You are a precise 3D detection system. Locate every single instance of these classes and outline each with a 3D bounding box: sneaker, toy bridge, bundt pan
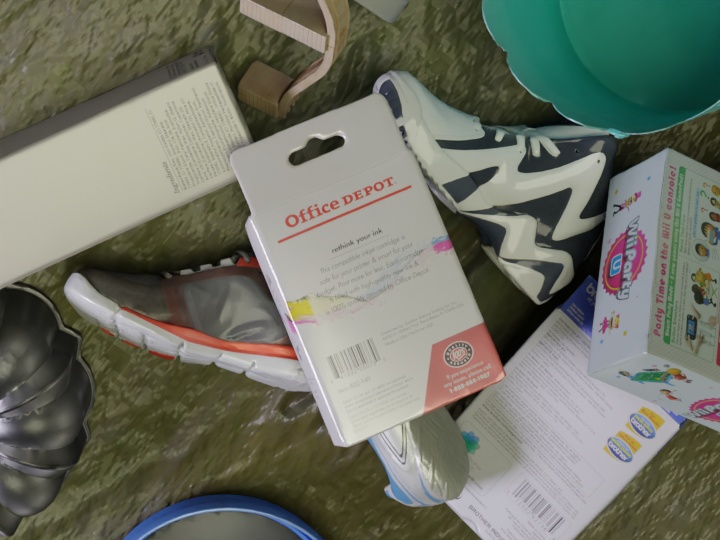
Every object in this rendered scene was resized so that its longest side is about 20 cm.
[{"bbox_3d":[0.107,-0.087,1.117,0.129,0.079,0.199,-42,105,-1],"label":"sneaker"},{"bbox_3d":[0.018,0.069,1.147,0.072,0.072,0.201,-13,94,38],"label":"sneaker"},{"bbox_3d":[-0.102,0.022,1.128,0.199,0.077,0.082,18,77,-16],"label":"sneaker"},{"bbox_3d":[-0.040,-0.159,1.012,0.067,0.200,0.027,28,60,10],"label":"toy bridge"},{"bbox_3d":[-0.278,0.101,1.107,0.200,0.076,0.203,-3,109,-9],"label":"bundt pan"}]

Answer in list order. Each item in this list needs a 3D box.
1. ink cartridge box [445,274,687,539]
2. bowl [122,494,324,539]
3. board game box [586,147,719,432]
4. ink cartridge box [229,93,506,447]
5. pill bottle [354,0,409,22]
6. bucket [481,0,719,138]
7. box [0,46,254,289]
[{"bbox_3d":[0.142,0.111,1.157,0.119,0.042,0.200,44,114,12],"label":"ink cartridge box"},{"bbox_3d":[-0.103,0.258,1.209,0.199,0.039,0.202,-3,108,-9],"label":"bowl"},{"bbox_3d":[0.253,0.028,1.088,0.199,0.064,0.149,23,62,-24],"label":"board game box"},{"bbox_3d":[0.000,0.000,1.068,0.116,0.067,0.201,-22,89,-8],"label":"ink cartridge box"},{"bbox_3d":[0.038,-0.263,1.025,0.113,0.114,0.201,32,99,-18],"label":"pill bottle"},{"bbox_3d":[0.185,-0.186,1.028,0.206,0.135,0.209,1,94,23],"label":"bucket"},{"bbox_3d":[-0.170,-0.067,1.075,0.199,0.068,0.083,-23,110,-2],"label":"box"}]
